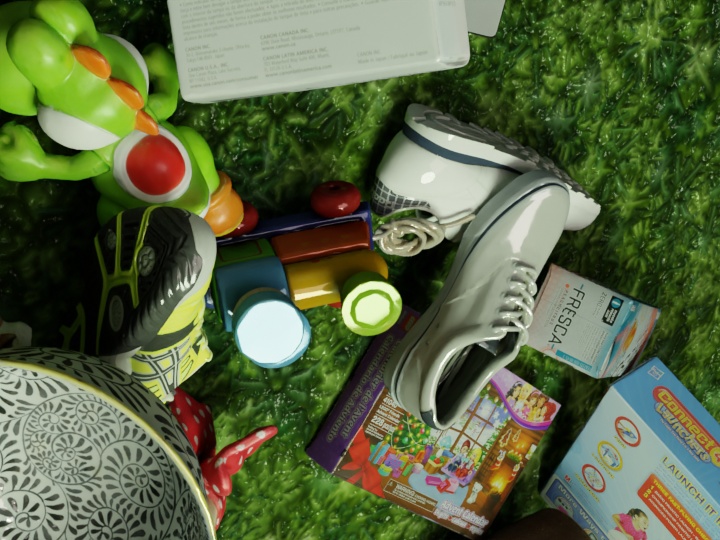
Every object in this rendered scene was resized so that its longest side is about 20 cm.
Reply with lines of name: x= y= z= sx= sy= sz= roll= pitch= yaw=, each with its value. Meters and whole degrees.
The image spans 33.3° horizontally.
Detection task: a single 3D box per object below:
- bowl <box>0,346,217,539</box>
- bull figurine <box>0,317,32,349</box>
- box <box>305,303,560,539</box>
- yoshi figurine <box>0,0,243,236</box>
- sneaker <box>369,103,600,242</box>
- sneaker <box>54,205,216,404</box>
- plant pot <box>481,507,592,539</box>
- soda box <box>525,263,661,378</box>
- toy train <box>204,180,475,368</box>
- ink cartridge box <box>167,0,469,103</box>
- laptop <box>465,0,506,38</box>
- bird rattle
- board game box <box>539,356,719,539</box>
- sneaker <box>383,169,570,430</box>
bowl: x=-0.161 y=0.114 z=0.645 sx=0.094 sy=0.199 sz=0.202 roll=-69 pitch=161 yaw=-64
bull figurine: x=-0.262 y=0.025 z=0.637 sx=0.121 sy=0.065 sz=0.200 roll=-45 pitch=132 yaw=-17
box: x=0.064 y=0.126 z=0.961 sx=0.200 sy=0.039 sz=0.137 roll=32 pitch=87 yaw=-42
yoshi figurine: x=-0.150 y=-0.083 z=0.681 sx=0.111 sy=0.113 sz=0.200 roll=-12 pitch=143 yaw=11
sneaker: x=0.093 y=-0.058 z=0.890 sx=0.199 sy=0.076 sz=0.081 roll=16 pitch=108 yaw=-35
sneaker: x=-0.120 y=0.025 z=0.697 sx=0.076 sy=0.076 sz=0.200 roll=0 pitch=152 yaw=-31
plant pot: x=0.096 y=0.315 z=0.999 sx=0.199 sy=0.187 sz=0.188 roll=-13 pitch=118 yaw=-18
soda box: x=0.184 y=0.042 z=0.945 sx=0.064 sy=0.068 sz=0.200 roll=-66 pitch=160 yaw=5
toy train: x=0.000 y=0.000 z=0.772 sx=0.199 sy=0.116 sz=0.085 roll=-11 pitch=118 yaw=-12
ink cartridge box: x=-0.033 y=-0.200 z=0.650 sx=0.057 sy=0.162 sz=0.201 roll=-15 pitch=100 yaw=-64
laptop: x=0.074 y=-0.244 z=0.752 sx=0.199 sy=0.116 sz=0.188 roll=4 pitch=108 yaw=-39
bird rattle: x=-0.120 y=0.186 z=0.790 sx=0.112 sy=0.201 sz=0.163 roll=6 pitch=144 yaw=-11
board game box: x=0.258 y=0.205 z=0.998 sx=0.056 sy=0.200 sz=0.196 roll=-26 pitch=154 yaw=-28
sneaker: x=0.096 y=0.026 z=0.852 sx=0.073 sy=0.071 sz=0.201 roll=23 pitch=102 yaw=-40
